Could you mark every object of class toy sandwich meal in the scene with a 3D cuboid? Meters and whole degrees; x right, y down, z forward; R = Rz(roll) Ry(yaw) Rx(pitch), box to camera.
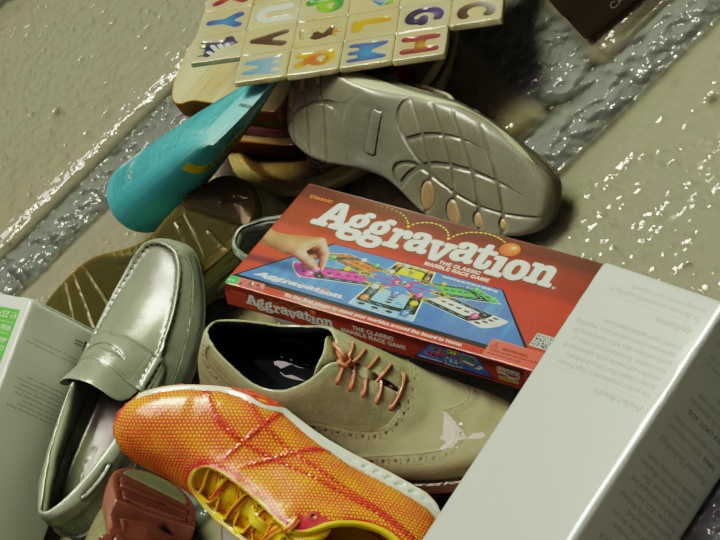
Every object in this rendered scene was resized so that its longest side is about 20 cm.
[{"bbox_3d":[-0.028,-0.136,1.849,0.205,0.070,0.205,-25,41,24],"label":"toy sandwich meal"}]

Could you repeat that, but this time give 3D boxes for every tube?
[{"bbox_3d":[-0.108,-0.077,1.807,0.077,0.050,0.200,-55,10,-27],"label":"tube"}]

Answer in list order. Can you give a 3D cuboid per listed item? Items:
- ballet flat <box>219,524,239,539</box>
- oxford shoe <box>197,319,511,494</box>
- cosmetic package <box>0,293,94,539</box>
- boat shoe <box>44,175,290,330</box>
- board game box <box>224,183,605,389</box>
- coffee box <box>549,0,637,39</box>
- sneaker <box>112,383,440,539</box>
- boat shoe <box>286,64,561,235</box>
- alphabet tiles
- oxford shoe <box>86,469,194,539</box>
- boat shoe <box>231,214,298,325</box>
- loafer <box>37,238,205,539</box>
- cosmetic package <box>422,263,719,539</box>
[{"bbox_3d":[-0.047,0.140,1.623,0.074,0.074,0.200,-3,55,43],"label":"ballet flat"},{"bbox_3d":[0.000,0.074,1.574,0.200,0.075,0.071,9,56,10],"label":"oxford shoe"},{"bbox_3d":[-0.248,0.119,1.792,0.108,0.085,0.200,6,72,43],"label":"cosmetic package"},{"bbox_3d":[-0.129,0.011,1.838,0.201,0.063,0.073,-39,58,21],"label":"boat shoe"},{"bbox_3d":[0.033,0.008,1.614,0.200,0.019,0.103,15,42,24],"label":"board game box"},{"bbox_3d":[0.135,-0.252,1.794,0.114,0.080,0.200,-39,37,9],"label":"coffee box"},{"bbox_3d":[-0.047,0.123,1.546,0.077,0.200,0.073,-58,-11,-51],"label":"sneaker"},{"bbox_3d":[0.048,-0.082,1.718,0.200,0.073,0.075,29,118,30],"label":"boat shoe"},{"bbox_3d":[-0.006,-0.169,1.776,0.200,0.006,0.167,-7,33,11],"label":"alphabet tiles"},{"bbox_3d":[-0.135,0.190,1.629,0.200,0.070,0.075,-82,17,-70],"label":"oxford shoe"},{"bbox_3d":[0.000,0.000,1.700,0.200,0.071,0.072,-3,53,39],"label":"boat shoe"},{"bbox_3d":[-0.150,0.072,1.750,0.070,0.070,0.200,5,74,36],"label":"loafer"},{"bbox_3d":[0.127,0.103,1.486,0.102,0.074,0.200,22,75,51],"label":"cosmetic package"}]
